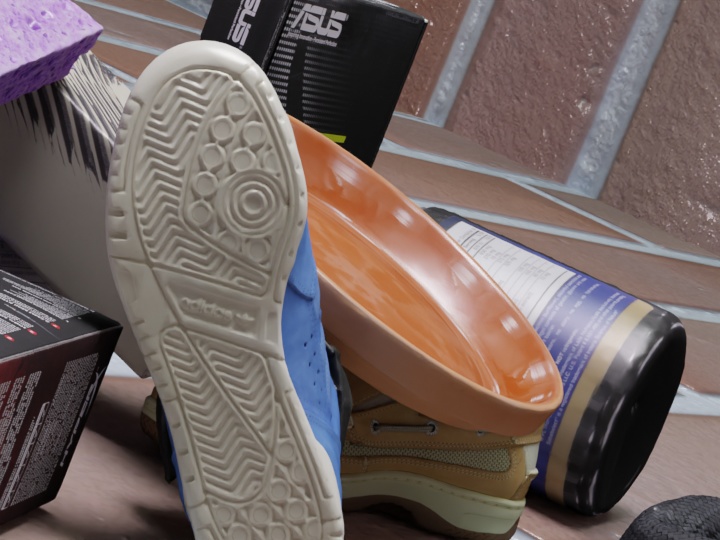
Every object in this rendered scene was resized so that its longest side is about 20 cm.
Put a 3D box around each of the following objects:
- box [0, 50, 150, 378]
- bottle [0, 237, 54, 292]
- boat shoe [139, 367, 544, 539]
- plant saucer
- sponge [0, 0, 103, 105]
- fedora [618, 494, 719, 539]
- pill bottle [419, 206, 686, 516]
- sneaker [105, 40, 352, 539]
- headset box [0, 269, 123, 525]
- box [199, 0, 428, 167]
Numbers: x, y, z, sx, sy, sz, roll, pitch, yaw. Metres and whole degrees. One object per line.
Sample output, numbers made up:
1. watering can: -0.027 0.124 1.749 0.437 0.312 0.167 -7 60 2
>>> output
1. box: -0.128 -0.049 1.144 0.200 0.068 0.082 44 15 8
2. bottle: -0.164 -0.006 1.203 0.083 0.065 0.200 33 11 22
3. boat shoe: -0.003 0.061 1.162 0.200 0.076 0.072 15 13 -39
4. plant saucer: 0.000 0.000 1.128 0.200 0.032 0.200 38 15 -12
5. sponge: -0.189 -0.099 1.026 0.112 0.030 0.200 43 29 5
6. fedora: 0.150 0.142 0.977 0.200 0.092 0.201 22 9 -3
7. pill bottle: 0.056 0.035 1.366 0.200 0.112 0.112 25 8 19
8. sneaker: -0.048 0.016 0.990 0.076 0.201 0.111 -13 5 -3
9. headset box: -0.182 0.029 0.884 0.148 0.077 0.200 23 9 8
10. box: -0.047 -0.060 1.417 0.047 0.194 0.200 26 8 19
